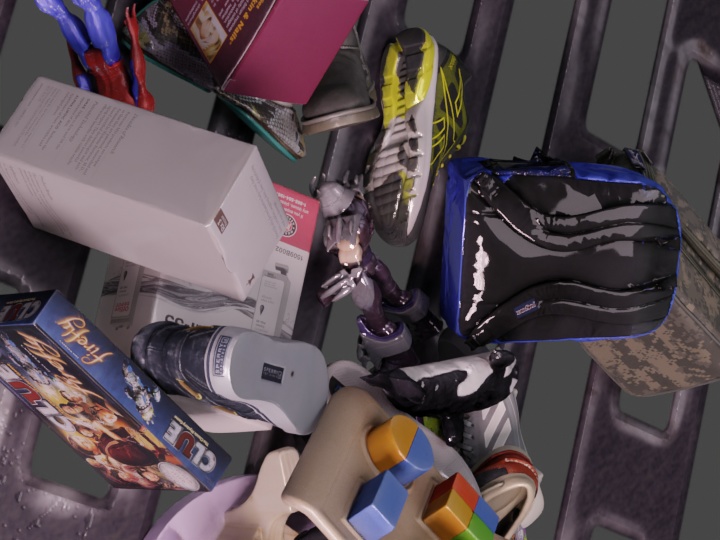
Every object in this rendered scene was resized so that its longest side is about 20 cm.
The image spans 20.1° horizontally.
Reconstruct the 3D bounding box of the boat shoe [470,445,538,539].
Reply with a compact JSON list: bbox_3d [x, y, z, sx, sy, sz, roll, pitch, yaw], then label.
[{"bbox_3d":[0.085,0.240,1.761,0.071,0.063,0.200,33,108,-17],"label":"boat shoe"}]

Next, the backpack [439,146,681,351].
[{"bbox_3d":[0.174,-0.028,1.789,0.200,0.168,0.163,1,107,-8],"label":"backpack"}]

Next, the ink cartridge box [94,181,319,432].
[{"bbox_3d":[-0.127,0.020,1.648,0.146,0.083,0.200,21,74,-38],"label":"ink cartridge box"}]

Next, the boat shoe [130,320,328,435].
[{"bbox_3d":[-0.097,0.077,1.577,0.200,0.091,0.071,35,65,-63],"label":"boat shoe"}]

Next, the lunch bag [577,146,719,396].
[{"bbox_3d":[0.280,-0.002,1.966,0.200,0.139,0.168,44,43,-31],"label":"lunch bag"}]

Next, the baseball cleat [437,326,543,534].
[{"bbox_3d":[0.100,0.151,1.805,0.106,0.070,0.200,-31,104,-31],"label":"baseball cleat"}]

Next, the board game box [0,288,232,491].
[{"bbox_3d":[-0.207,0.094,1.543,0.200,0.135,0.035,47,60,-27],"label":"board game box"}]

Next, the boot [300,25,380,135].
[{"bbox_3d":[-0.040,-0.223,1.709,0.072,0.182,0.200,-12,105,2],"label":"boot"}]

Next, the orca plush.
[{"bbox_3d":[0.079,0.109,1.688,0.200,0.105,0.071,3,74,-72],"label":"orca plush"}]

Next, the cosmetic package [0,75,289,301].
[{"bbox_3d":[-0.165,-0.062,1.530,0.081,0.200,0.113,-63,158,-23],"label":"cosmetic package"}]

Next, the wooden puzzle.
[{"bbox_3d":[0.042,0.192,1.592,0.200,0.046,0.185,44,28,-8],"label":"wooden puzzle"}]

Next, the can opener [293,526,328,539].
[{"bbox_3d":[0.022,0.249,1.624,0.200,0.063,0.079,29,43,-43],"label":"can opener"}]

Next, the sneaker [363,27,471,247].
[{"bbox_3d":[0.061,-0.115,1.822,0.085,0.074,0.200,17,76,-38],"label":"sneaker"}]

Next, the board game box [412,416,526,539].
[{"bbox_3d":[0.097,0.205,1.860,0.120,0.032,0.200,-10,93,-37],"label":"board game box"}]

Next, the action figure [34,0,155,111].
[{"bbox_3d":[-0.207,-0.178,1.604,0.052,0.065,0.200,-70,143,-55],"label":"action figure"}]

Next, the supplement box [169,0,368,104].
[{"bbox_3d":[-0.089,-0.239,1.613,0.086,0.110,0.200,6,40,-39],"label":"supplement box"}]

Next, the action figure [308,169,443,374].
[{"bbox_3d":[0.000,0.000,1.749,0.200,0.069,0.130,63,29,-30],"label":"action figure"}]

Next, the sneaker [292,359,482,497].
[{"bbox_3d":[0.019,0.169,1.734,0.073,0.112,0.200,-40,91,-33],"label":"sneaker"}]

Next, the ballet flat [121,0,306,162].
[{"bbox_3d":[-0.104,-0.163,1.683,0.200,0.072,0.072,34,66,-32],"label":"ballet flat"}]

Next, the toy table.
[{"bbox_3d":[-0.073,0.233,1.658,0.200,0.117,0.184,-29,105,-37],"label":"toy table"}]
